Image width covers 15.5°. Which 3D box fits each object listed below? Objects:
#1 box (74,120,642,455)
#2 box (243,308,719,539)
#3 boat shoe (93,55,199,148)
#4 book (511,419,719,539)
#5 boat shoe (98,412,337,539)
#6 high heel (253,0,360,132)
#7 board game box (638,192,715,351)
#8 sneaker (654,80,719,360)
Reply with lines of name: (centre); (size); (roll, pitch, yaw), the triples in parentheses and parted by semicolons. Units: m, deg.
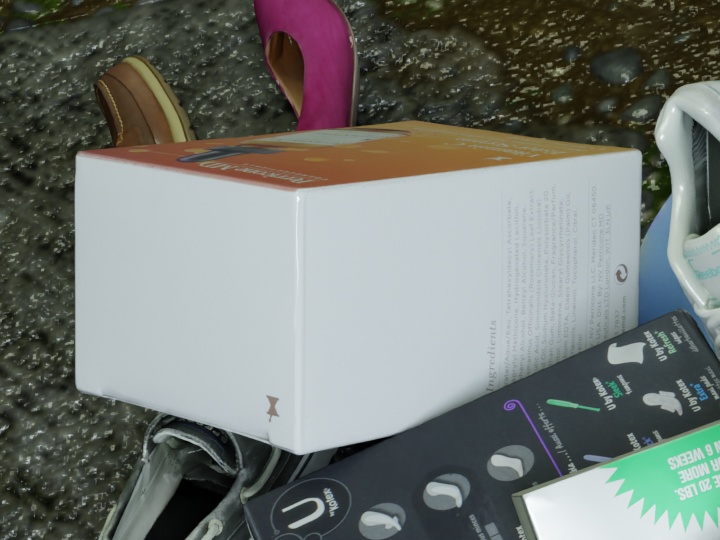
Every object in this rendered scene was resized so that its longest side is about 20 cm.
box: (0.000, 0.000, 1.132); (0.200, 0.107, 0.152); (-8, 13, -42)
box: (0.072, 0.124, 1.055); (0.199, 0.123, 0.106); (-23, 40, -4)
boat shoe: (-0.104, -0.035, 1.319); (0.067, 0.072, 0.200); (-23, 45, -5)
book: (0.151, 0.154, 0.964); (0.133, 0.048, 0.201); (-19, 87, -5)
boat shoe: (-0.062, 0.086, 1.187); (0.070, 0.064, 0.200); (5, 49, 25)
high heel: (-0.039, -0.079, 1.338); (0.096, 0.068, 0.200); (-19, 45, -14)
board game box: (0.216, 0.016, 1.170); (0.158, 0.039, 0.200); (-46, 50, -7)
sneaker: (0.162, 0.016, 1.090); (0.070, 0.080, 0.201); (-23, 76, 32)
